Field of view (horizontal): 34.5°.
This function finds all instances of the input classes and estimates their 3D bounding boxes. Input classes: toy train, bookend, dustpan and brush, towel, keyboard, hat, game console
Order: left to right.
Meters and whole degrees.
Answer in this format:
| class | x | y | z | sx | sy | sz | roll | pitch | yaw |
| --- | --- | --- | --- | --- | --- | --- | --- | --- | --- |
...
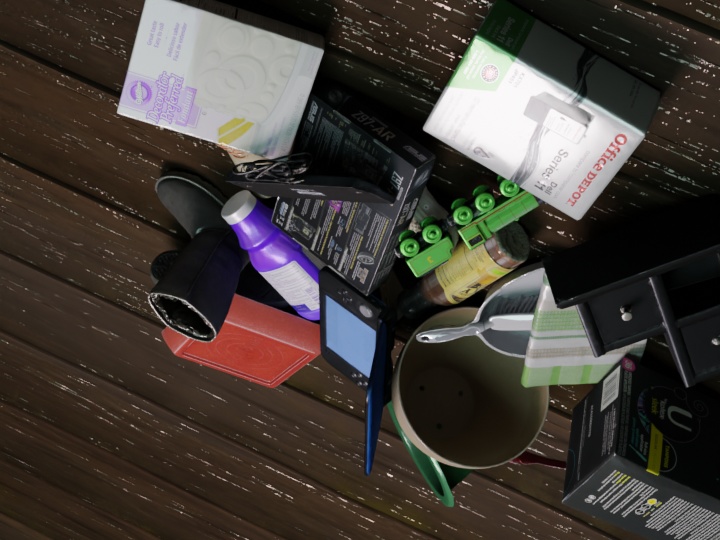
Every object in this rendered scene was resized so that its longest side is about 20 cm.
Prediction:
| class | x | y | z | sx | sy | sz | roll | pitch | yaw |
| --- | --- | --- | --- | --- | --- | --- | --- | --- | --- |
| keyboard | -0.062 | -0.108 | 1.307 | 0.200 | 0.040 | 0.104 | 5 | 171 | 37 |
| game console | -0.017 | 0.125 | 1.436 | 0.171 | 0.118 | 0.200 | 35 | 148 | 24 |
| hat | 0.159 | 0.221 | 1.619 | 0.200 | 0.176 | 0.166 | 61 | 171 | 0 |
| toy train | 0.131 | -0.059 | 1.312 | 0.200 | 0.042 | 0.056 | -31 | 108 | 11 |
| dustpan and brush | 0.168 | 0.060 | 1.408 | 0.199 | 0.057 | 0.140 | -5 | 127 | 13 |
| towel | 0.273 | 0.064 | 1.377 | 0.149 | 0.031 | 0.200 | -1 | 136 | -6 |
| bookend | 0.328 | 0.051 | 1.270 | 0.200 | 0.092 | 0.199 | -20 | 121 | 10 |

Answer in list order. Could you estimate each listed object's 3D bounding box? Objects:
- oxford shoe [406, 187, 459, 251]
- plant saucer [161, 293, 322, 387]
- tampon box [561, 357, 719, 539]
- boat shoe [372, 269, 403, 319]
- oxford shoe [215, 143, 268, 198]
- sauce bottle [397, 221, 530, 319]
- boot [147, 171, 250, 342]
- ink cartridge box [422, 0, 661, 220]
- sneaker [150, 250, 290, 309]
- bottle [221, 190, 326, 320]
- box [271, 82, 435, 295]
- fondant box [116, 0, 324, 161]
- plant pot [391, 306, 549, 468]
| class | x | y | z | sx | sy | sz | roll | pitch | yaw |
| --- | --- | --- | --- | --- | --- | --- | --- | --- | --- |
| oxford shoe | 0.048 | -0.094 | 1.376 | 0.200 | 0.058 | 0.075 | 53 | 140 | -1 |
| plant saucer | -0.158 | 0.102 | 1.607 | 0.200 | 0.037 | 0.200 | 22 | 149 | -19 |
| tampon box | 0.367 | 0.229 | 1.402 | 0.200 | 0.150 | 0.126 | 23 | 138 | -8 |
| boat shoe | 0.000 | 0.000 | 1.472 | 0.074 | 0.069 | 0.200 | -8 | 124 | 34 |
| oxford shoe | -0.154 | -0.162 | 1.405 | 0.071 | 0.074 | 0.200 | -4 | 127 | 31 |
| sauce bottle | 0.121 | 0.003 | 1.416 | 0.065 | 0.065 | 0.200 | 42 | 137 | -12 |
| boot | -0.222 | -0.020 | 1.478 | 0.182 | 0.200 | 0.073 | 32 | 137 | -1 |
| ink cartridge box | 0.188 | -0.165 | 1.210 | 0.200 | 0.083 | 0.147 | 30 | 137 | 0 |
| sneaker | -0.182 | 0.029 | 1.600 | 0.199 | 0.076 | 0.114 | 4 | 153 | 6 |
| bottle | -0.098 | -0.020 | 1.492 | 0.083 | 0.065 | 0.200 | -15 | 129 | 40 |
| box | -0.013 | -0.093 | 1.356 | 0.160 | 0.044 | 0.200 | 37 | 133 | 19 |
| fondant box | -0.156 | -0.219 | 1.294 | 0.199 | 0.058 | 0.145 | 16 | 116 | -10 |
| plant pot | 0.123 | 0.158 | 1.482 | 0.200 | 0.201 | 0.134 | 35 | 159 | -5 |
